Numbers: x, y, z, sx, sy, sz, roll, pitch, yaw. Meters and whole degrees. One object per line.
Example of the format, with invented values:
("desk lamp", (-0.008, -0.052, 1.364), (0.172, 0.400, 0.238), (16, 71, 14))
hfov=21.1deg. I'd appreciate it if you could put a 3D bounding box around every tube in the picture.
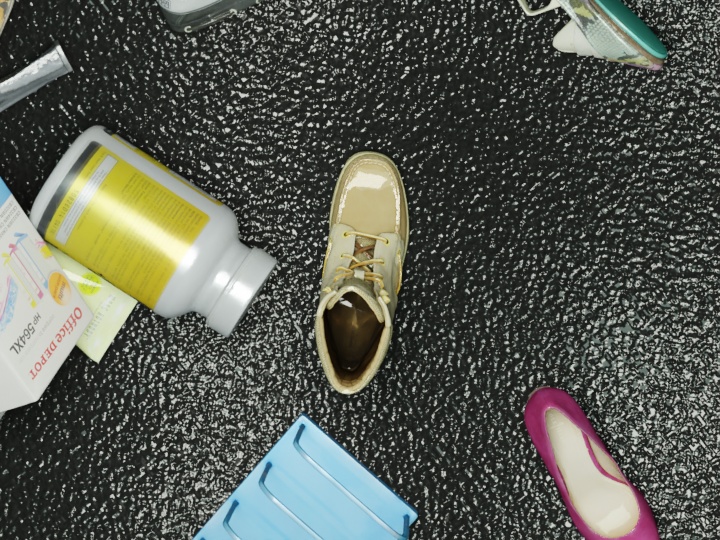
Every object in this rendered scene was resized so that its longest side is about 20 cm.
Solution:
("tube", (-0.294, -0.005, 1.706), (0.200, 0.052, 0.058), (34, 136, -6))

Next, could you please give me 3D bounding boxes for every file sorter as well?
("file sorter", (-0.066, 0.252, 1.679), (0.139, 0.123, 0.200), (41, 94, -2))

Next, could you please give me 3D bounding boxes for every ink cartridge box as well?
("ink cartridge box", (-0.332, 0.031, 1.630), (0.125, 0.129, 0.200), (-18, 117, 31))

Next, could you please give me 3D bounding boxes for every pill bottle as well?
("pill bottle", (-0.176, -0.029, 1.665), (0.200, 0.112, 0.112), (33, 95, 0))

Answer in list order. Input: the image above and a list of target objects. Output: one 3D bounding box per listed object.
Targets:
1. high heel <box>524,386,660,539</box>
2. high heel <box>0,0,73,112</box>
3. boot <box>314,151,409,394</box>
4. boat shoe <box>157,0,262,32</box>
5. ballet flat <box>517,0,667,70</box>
("high heel", (0.206, 0.188, 1.676), (0.067, 0.096, 0.200), (-26, 93, 4))
("high heel", (-0.359, -0.223, 1.675), (0.142, 0.071, 0.200), (-30, 102, -2))
("boot", (0.000, 0.000, 1.639), (0.073, 0.155, 0.200), (9, 95, 1))
("boat shoe", (-0.085, -0.265, 1.671), (0.200, 0.057, 0.069), (-23, 59, -11))
("ballet flat", (0.178, -0.236, 1.666), (0.071, 0.069, 0.200), (-42, 88, 23))
